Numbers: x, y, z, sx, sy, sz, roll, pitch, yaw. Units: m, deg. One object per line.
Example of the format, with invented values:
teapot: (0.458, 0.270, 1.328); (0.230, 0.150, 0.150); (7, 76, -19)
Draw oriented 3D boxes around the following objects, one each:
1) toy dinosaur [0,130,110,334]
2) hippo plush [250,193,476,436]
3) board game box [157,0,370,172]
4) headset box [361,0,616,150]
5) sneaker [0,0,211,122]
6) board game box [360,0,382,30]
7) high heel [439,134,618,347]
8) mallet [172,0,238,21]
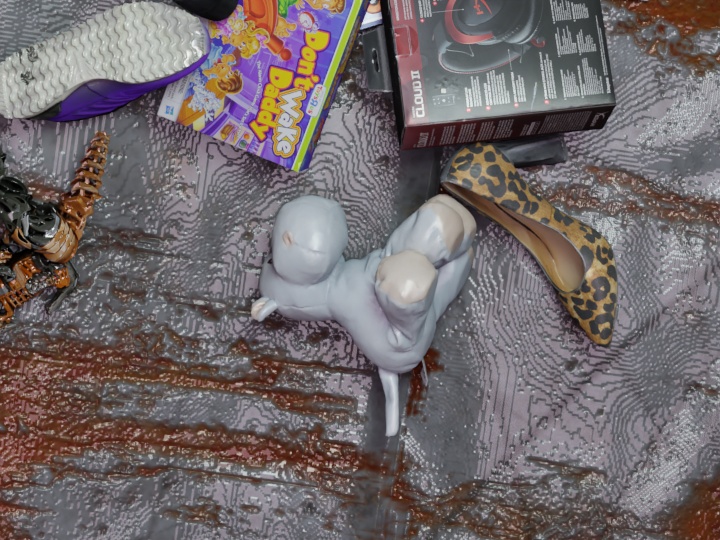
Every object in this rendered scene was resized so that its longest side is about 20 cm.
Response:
toy dinosaur: (-0.290, -0.038, 1.709); (0.136, 0.102, 0.200); (38, 73, -19)
hippo plush: (0.000, 0.000, 1.707); (0.161, 0.159, 0.200); (22, 135, 13)
board game box: (-0.075, -0.202, 1.679); (0.134, 0.045, 0.200); (22, 101, 6)
headset box: (0.102, -0.188, 1.657); (0.200, 0.075, 0.149); (-7, 77, -4)
sneaker: (-0.207, -0.173, 1.677); (0.200, 0.099, 0.070); (-13, 80, 20)
board game box: (-0.002, -0.278, 1.719); (0.200, 0.034, 0.136); (-17, 94, -1)
high heel: (0.143, -0.018, 1.696); (0.142, 0.071, 0.200); (-13, 82, -38)
mallet: (-0.186, -0.258, 1.672); (0.200, 0.066, 0.041); (25, 93, 39)
